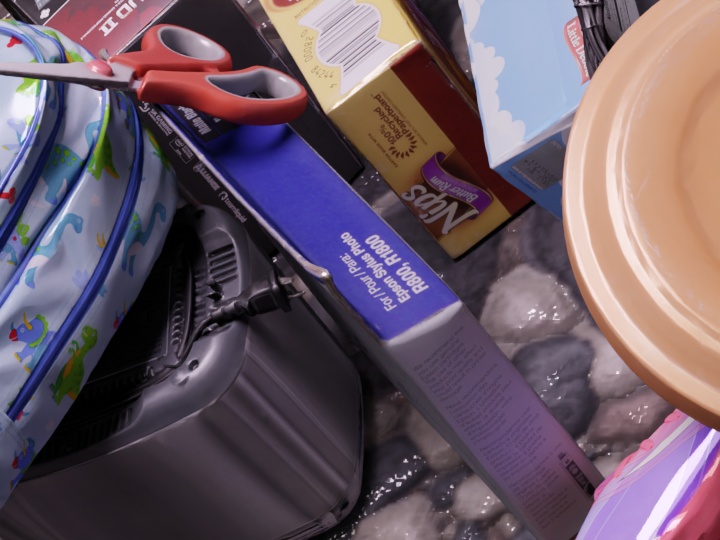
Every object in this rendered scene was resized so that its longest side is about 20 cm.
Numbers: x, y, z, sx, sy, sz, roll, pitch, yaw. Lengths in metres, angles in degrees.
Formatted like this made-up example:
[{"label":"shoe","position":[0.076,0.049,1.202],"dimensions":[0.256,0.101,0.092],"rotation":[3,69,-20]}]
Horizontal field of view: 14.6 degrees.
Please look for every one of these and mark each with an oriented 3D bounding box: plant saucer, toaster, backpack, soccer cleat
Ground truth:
[{"label":"plant saucer","position":[0.172,-0.031,1.012],"dimensions":[0.199,0.032,0.201],"rotation":[-2,66,5]},{"label":"toaster","position":[-0.084,0.058,1.194],"dimensions":[0.199,0.129,0.114],"rotation":[-21,48,22]},{"label":"backpack","position":[-0.161,-0.003,1.119],"dimensions":[0.200,0.154,0.163],"rotation":[-43,34,-25]},{"label":"soccer cleat","position":[0.133,0.071,1.077],"dimensions":[0.076,0.067,0.201],"rotation":[20,73,47]}]

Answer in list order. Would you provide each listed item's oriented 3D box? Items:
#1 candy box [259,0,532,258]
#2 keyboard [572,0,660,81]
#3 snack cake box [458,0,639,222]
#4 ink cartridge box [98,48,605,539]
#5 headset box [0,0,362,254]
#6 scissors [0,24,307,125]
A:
[{"label":"candy box","position":[-0.001,-0.110,1.276],"dimensions":[0.056,0.117,0.200],"rotation":[-37,44,5]},{"label":"keyboard","position":[0.128,-0.089,1.099],"dimensions":[0.021,0.127,0.201],"rotation":[-18,88,47]},{"label":"snack cake box","position":[0.100,-0.104,1.193],"dimensions":[0.067,0.115,0.201],"rotation":[-34,42,27]},{"label":"ink cartridge box","position":[0.000,0.000,1.128],"dimensions":[0.041,0.200,0.200],"rotation":[-42,44,-2]},{"label":"headset box","position":[-0.096,-0.103,1.316],"dimensions":[0.077,0.149,0.200],"rotation":[-42,44,-2]},{"label":"scissors","position":[-0.087,-0.072,1.074],"dimensions":[0.073,0.200,0.014],"rotation":[32,109,19]}]
